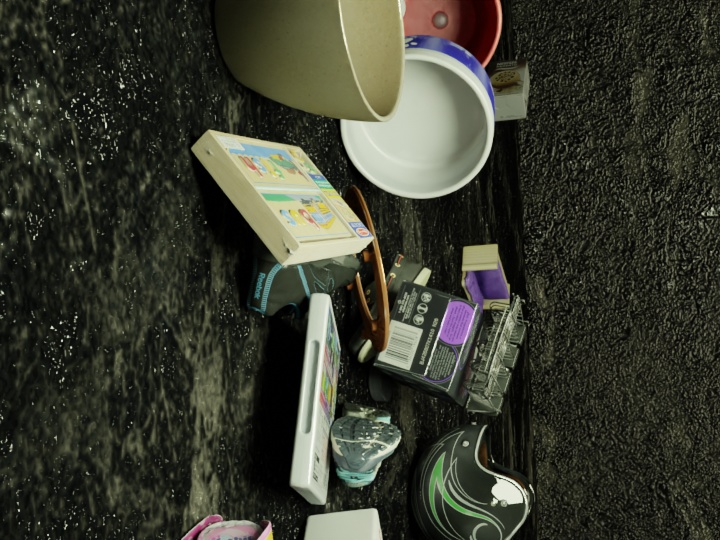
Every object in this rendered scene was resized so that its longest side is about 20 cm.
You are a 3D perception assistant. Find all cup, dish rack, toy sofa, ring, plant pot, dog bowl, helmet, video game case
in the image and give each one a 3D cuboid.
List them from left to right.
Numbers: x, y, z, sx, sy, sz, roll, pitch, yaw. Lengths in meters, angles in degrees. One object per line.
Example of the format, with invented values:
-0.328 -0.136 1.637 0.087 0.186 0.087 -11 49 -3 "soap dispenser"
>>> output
-0.052 -0.236 0.734 0.200 0.142 0.202 -2 90 -71 "cup"
-0.044 0.142 0.807 0.200 0.023 0.184 84 10 -69 "video game case"
0.000 0.000 0.929 0.200 0.019 0.202 169 -90 -81 "ring"
0.076 -0.200 1.017 0.079 0.199 0.201 -72 152 -53 "dog bowl"
0.118 -0.387 1.207 0.177 0.199 0.202 -70 152 -69 "plant pot"
0.175 0.356 1.246 0.200 0.190 0.200 -43 158 -22 "helmet"
0.294 0.031 1.800 0.200 0.082 0.098 60 32 -54 "toy sofa"
0.182 0.114 1.050 0.200 0.054 0.154 53 55 -67 "dish rack"

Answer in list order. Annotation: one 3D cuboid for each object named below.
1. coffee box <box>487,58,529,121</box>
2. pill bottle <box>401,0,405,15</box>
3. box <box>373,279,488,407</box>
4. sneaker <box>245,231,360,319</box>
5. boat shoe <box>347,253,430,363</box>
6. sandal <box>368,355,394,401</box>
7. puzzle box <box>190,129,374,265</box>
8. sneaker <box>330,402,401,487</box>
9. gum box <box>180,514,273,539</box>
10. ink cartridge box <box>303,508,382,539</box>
0.409 -0.505 2.164 0.201 0.112 0.080 -73 153 -46 "coffee box"
-0.007 -0.384 0.936 0.200 0.108 0.110 57 35 -56 "pill bottle"
0.103 0.105 1.058 0.200 0.105 0.123 50 60 -69 "box"
-0.064 0.006 0.809 0.200 0.073 0.083 11 96 -67 "sneaker"
0.030 0.050 1.071 0.202 0.063 0.074 -52 168 -45 "boat shoe"
0.054 0.106 1.150 0.076 0.043 0.201 66 28 -46 "sandal"
-0.065 -0.069 0.739 0.133 0.025 0.200 51 17 8 "puzzle box"
0.004 0.215 0.899 0.200 0.077 0.087 5 94 -85 "sneaker"
-0.123 0.279 0.572 0.200 0.066 0.114 -32 119 -69 "gum box"
-0.015 0.364 0.788 0.200 0.083 0.146 -82 164 -71 "ink cartridge box"
